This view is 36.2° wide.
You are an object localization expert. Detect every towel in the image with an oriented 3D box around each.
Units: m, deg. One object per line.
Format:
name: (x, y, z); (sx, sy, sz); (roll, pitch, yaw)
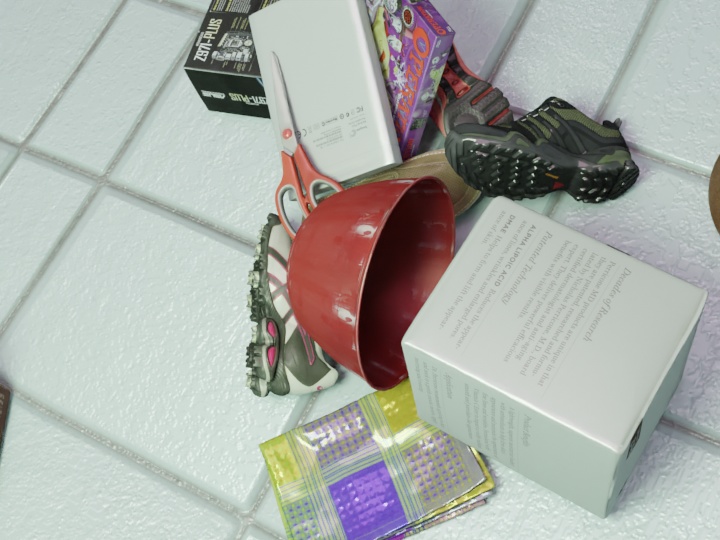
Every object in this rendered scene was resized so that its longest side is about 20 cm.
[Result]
towel: (0.012, 0.184, 1.032); (0.199, 0.023, 0.144); (-23, 61, 3)

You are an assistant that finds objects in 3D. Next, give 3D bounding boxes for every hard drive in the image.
hard drive: (-0.038, -0.186, 1.123); (0.131, 0.027, 0.202); (-17, 83, 31)

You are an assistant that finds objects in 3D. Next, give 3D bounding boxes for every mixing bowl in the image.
mixing bowl: (0.000, 0.000, 1.028); (0.108, 0.200, 0.201); (15, 69, 24)

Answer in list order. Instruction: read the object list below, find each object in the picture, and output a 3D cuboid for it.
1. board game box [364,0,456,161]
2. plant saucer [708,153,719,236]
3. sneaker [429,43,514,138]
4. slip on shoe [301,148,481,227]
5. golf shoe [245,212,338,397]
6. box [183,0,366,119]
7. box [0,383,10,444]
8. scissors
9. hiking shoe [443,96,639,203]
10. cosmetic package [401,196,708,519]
board game box: (0.032, -0.196, 1.123); (0.032, 0.201, 0.120); (-20, 57, -30)
plant saucer: (0.433, -0.079, 1.041); (0.198, 0.035, 0.202); (-6, 62, 12)
sneaker: (0.101, -0.182, 1.166); (0.073, 0.087, 0.201); (-31, 84, -1)
slip on shoe: (0.032, -0.068, 1.113); (0.198, 0.061, 0.077); (-15, 101, 11)
golf shoe: (-0.071, 0.036, 1.113); (0.087, 0.077, 0.202); (4, 60, -11)
box: (-0.084, -0.277, 1.252); (0.162, 0.086, 0.201); (10, 67, 19)
box: (-0.470, 0.186, 1.082); (0.164, 0.164, 0.202); (-5, 63, 13)
scissors: (-0.076, -0.124, 1.113); (0.073, 0.014, 0.201); (-30, 75, 13)
hiking shoe: (0.174, -0.125, 1.095); (0.198, 0.076, 0.101); (8, 50, -15)
cosmetic package: (0.165, 0.076, 0.949); (0.199, 0.165, 0.166); (27, 68, 20)
